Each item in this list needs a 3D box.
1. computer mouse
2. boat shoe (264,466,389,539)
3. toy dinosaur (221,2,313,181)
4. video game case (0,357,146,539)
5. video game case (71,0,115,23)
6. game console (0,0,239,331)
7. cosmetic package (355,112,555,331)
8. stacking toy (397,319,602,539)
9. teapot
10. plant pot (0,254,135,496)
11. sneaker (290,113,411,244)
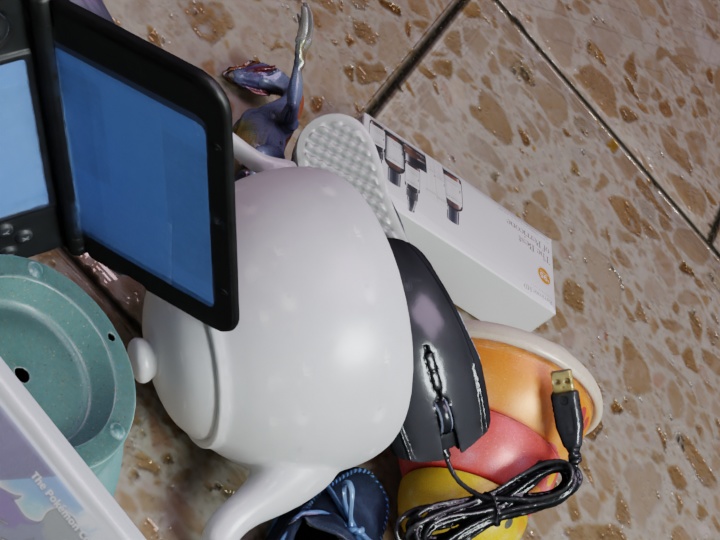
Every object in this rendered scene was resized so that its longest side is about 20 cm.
[{"bbox_3d":[0.070,0.067,1.091,0.139,0.046,0.201,-13,84,-15],"label":"computer mouse"},{"bbox_3d":[-0.020,0.180,1.039,0.084,0.069,0.200,47,35,-10],"label":"boat shoe"},{"bbox_3d":[-0.085,-0.085,1.217,0.181,0.104,0.202,-27,119,-67],"label":"toy dinosaur"},{"bbox_3d":[-0.208,0.124,0.787,0.200,0.182,0.023,51,8,-2],"label":"video game case"},{"bbox_3d":[-0.222,-0.189,1.097,0.142,0.019,0.200,23,20,-36],"label":"video game case"},{"bbox_3d":[-0.164,-0.039,0.887,0.175,0.201,0.117,-18,55,-16],"label":"game console"},{"bbox_3d":[0.062,-0.031,1.327,0.199,0.051,0.083,32,42,-28],"label":"cosmetic package"},{"bbox_3d":[0.071,0.147,1.154,0.146,0.146,0.201,34,58,-25],"label":"stacking toy"},{"bbox_3d":[-0.068,0.033,1.036,0.145,0.199,0.200,-11,35,-22],"label":"teapot"},{"bbox_3d":[-0.196,0.074,0.874,0.200,0.134,0.201,30,41,-30],"label":"plant pot"},{"bbox_3d":[0.000,0.000,1.166,0.078,0.079,0.202,-10,83,-8],"label":"sneaker"}]
